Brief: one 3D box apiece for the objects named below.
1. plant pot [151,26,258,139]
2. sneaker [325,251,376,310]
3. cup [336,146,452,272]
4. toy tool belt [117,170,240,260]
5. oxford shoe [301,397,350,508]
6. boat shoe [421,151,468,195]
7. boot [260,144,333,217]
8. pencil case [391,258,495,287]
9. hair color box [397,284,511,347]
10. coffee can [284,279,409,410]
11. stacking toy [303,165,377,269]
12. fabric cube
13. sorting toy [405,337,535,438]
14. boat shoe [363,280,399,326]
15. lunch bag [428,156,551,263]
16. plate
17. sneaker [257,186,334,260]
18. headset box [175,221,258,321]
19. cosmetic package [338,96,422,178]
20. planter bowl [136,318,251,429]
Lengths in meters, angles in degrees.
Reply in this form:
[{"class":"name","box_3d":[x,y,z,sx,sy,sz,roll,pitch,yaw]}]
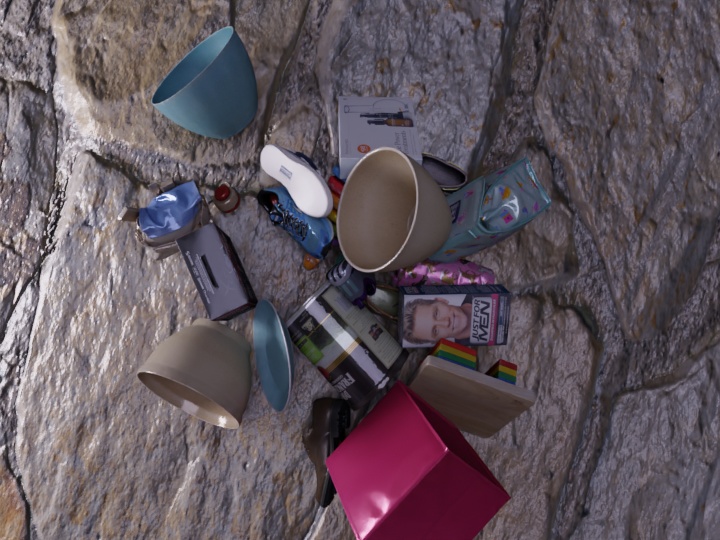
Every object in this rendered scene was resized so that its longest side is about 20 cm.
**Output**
[{"class":"plant pot","box_3d":[-0.267,-0.328,1.076,0.201,0.200,0.135,-47,126,-5]},{"class":"sneaker","box_3d":[0.000,0.000,1.067,0.074,0.200,0.088,-32,102,29]},{"class":"cup","box_3d":[0.073,-0.089,0.981,0.141,0.198,0.206,11,84,-40]},{"class":"toy tool belt","box_3d":[-0.326,-0.116,1.056,0.198,0.124,0.126,-33,54,-5]},{"class":"oxford shoe","box_3d":[-0.069,0.339,1.090,0.082,0.072,0.205,4,88,21]},{"class":"boat shoe","box_3d":[0.116,-0.200,1.138,0.196,0.060,0.073,19,85,-2]},{"class":"boot","box_3d":[-0.095,-0.168,1.070,0.200,0.089,0.074,46,119,28]},{"class":"pencil case","box_3d":[0.159,0.014,1.116,0.196,0.087,0.084,17,117,-2]},{"class":"hair color box","box_3d":[0.168,0.082,1.051,0.195,0.061,0.103,-1,105,-5]},{"class":"coffee can","box_3d":[-0.029,0.129,1.061,0.146,0.146,0.200,-43,89,-6]},{"class":"stacking toy","box_3d":[-0.053,-0.088,1.111,0.109,0.116,0.202,35,98,6]},{"class":"fabric cube","box_3d":[0.092,0.355,0.985,0.200,0.196,0.200,-47,120,2]},{"class":"sorting toy","box_3d":[0.185,0.213,1.056,0.196,0.200,0.071,19,54,-4]},{"class":"boat shoe","box_3d":[0.085,0.075,1.108,0.196,0.074,0.077,19,85,-2]},{"class":"lunch bag","box_3d":[0.215,-0.099,1.047,0.199,0.169,0.124,-34,95,-34]},{"class":"plate","box_3d":[-0.152,0.149,1.035,0.025,0.199,0.205,-8,86,-27]},{"class":"sneaker","box_3d":[-0.126,-0.086,1.061,0.200,0.089,0.080,42,117,34]},{"class":"headset box","box_3d":[-0.250,0.007,1.029,0.074,0.200,0.151,-24,88,-6]},{"class":"cosmetic package","box_3d":[0.032,-0.252,1.088,0.147,0.052,0.203,-2,48,-2]},{"class":"planter bowl","box_3d":[-0.275,0.172,1.032,0.197,0.201,0.137,25,60,-1]}]
